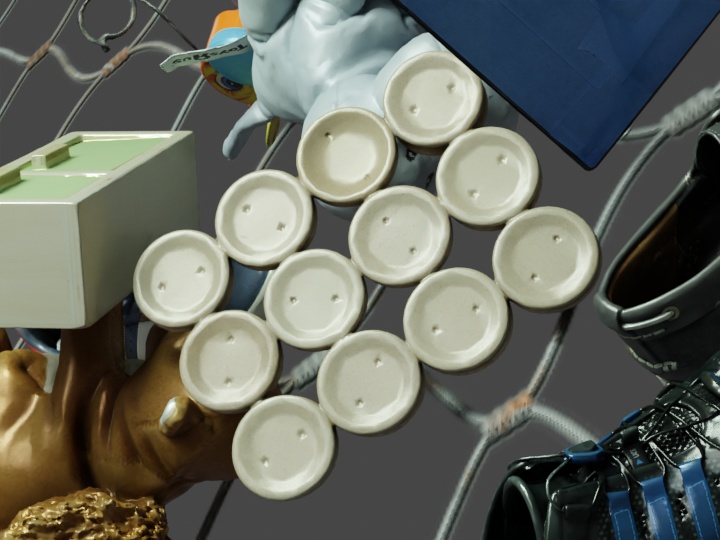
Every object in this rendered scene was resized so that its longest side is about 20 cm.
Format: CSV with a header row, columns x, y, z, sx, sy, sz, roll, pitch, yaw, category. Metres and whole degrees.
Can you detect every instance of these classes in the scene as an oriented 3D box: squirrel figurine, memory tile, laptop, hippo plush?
x,y,z,sx,sy,sz,roll,pitch,yaw,category
-0.122,0.106,0.963,0.187,0.142,0.200,-7,58,38,squirrel figurine
0.000,0.000,0.881,0.200,0.017,0.153,-36,67,2,memory tile
0.129,-0.161,0.814,0.200,0.187,0.116,-16,46,47,laptop
-0.006,-0.109,0.978,0.200,0.159,0.161,-28,44,8,hippo plush

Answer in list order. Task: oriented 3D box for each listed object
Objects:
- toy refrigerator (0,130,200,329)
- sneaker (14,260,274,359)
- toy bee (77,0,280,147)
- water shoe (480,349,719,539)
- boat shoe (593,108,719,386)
x,y,z,sx,sy,sz,roll,pitch,yaw,category
-0.148,-0.029,0.981,0.076,0.070,0.200,1,14,12,toy refrigerator
-0.127,0.017,1.091,0.200,0.085,0.075,-27,37,37,sneaker
-0.056,-0.144,1.173,0.200,0.109,0.131,24,74,33,toy bee
0.095,0.091,0.691,0.200,0.079,0.072,-52,29,-1,water shoe
0.170,-0.043,0.749,0.200,0.068,0.072,-52,27,-3,boat shoe
